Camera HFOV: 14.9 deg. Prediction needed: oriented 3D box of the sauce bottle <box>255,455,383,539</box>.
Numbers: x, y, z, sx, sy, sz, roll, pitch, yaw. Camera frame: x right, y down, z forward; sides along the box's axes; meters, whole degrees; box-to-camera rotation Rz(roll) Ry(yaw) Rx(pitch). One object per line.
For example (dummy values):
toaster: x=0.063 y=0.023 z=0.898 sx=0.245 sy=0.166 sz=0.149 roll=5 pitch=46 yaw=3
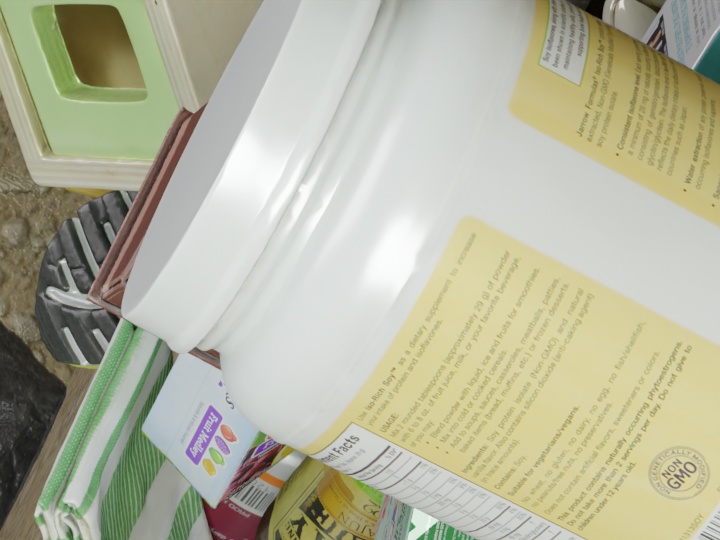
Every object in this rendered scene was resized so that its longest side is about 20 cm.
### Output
sauce bottle: x=-0.006 y=0.110 z=1.201 sx=0.200 sy=0.065 sz=0.065 roll=-55 pitch=12 yaw=49

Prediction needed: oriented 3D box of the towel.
towel: x=-0.091 y=0.130 z=1.201 sx=0.153 sy=0.023 sz=0.200 roll=-72 pitch=-24 yaw=-51

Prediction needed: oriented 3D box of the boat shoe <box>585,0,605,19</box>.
boat shoe: x=0.141 y=-0.168 z=1.141 sx=0.075 sy=0.075 sz=0.203 roll=-98 pitch=30 yaw=-52

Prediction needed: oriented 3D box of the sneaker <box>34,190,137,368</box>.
sneaker: x=-0.059 y=-0.014 z=1.261 sx=0.200 sy=0.078 sz=0.090 roll=-33 pitch=-20 yaw=15

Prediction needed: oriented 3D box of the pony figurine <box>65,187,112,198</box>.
pony figurine: x=-0.026 y=-0.029 z=1.412 sx=0.193 sy=0.200 sz=0.167 roll=-45 pitch=7 yaw=13

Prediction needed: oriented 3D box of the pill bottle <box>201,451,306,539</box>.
pill bottle: x=-0.057 y=0.098 z=1.350 sx=0.200 sy=0.114 sz=0.114 roll=-51 pitch=15 yaw=49

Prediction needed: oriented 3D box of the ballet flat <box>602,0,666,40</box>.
ballet flat: x=0.129 y=-0.113 z=1.078 sx=0.200 sy=0.062 sz=0.067 roll=-63 pitch=9 yaw=1

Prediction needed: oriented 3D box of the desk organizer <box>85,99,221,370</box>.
desk organizer: x=0.023 y=0.019 z=0.867 sx=0.072 sy=0.200 sz=0.077 roll=-65 pitch=11 yaw=-14

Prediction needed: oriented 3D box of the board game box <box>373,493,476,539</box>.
board game box: x=0.024 y=0.092 z=0.990 sx=0.135 sy=0.029 sz=0.201 roll=-163 pitch=84 yaw=-88

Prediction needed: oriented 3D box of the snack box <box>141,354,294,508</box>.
snack box: x=0.000 y=0.000 z=1.110 sx=0.142 sy=0.053 sz=0.200 roll=-35 pitch=-15 yaw=-36

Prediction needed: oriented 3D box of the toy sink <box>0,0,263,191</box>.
toy sink: x=-0.094 y=-0.142 z=1.135 sx=0.130 sy=0.200 sz=0.112 roll=5 pitch=29 yaw=45

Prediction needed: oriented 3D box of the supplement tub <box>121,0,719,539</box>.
supplement tub: x=0.050 y=0.003 z=0.759 sx=0.146 sy=0.200 sz=0.145 roll=-60 pitch=10 yaw=17

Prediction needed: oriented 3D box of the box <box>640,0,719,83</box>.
box: x=0.122 y=-0.054 z=0.989 sx=0.200 sy=0.049 sz=0.082 roll=-58 pitch=12 yaw=27

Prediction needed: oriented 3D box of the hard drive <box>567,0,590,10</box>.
hard drive: x=0.011 y=-0.051 z=1.159 sx=0.200 sy=0.027 sz=0.132 roll=-37 pitch=-15 yaw=-28
